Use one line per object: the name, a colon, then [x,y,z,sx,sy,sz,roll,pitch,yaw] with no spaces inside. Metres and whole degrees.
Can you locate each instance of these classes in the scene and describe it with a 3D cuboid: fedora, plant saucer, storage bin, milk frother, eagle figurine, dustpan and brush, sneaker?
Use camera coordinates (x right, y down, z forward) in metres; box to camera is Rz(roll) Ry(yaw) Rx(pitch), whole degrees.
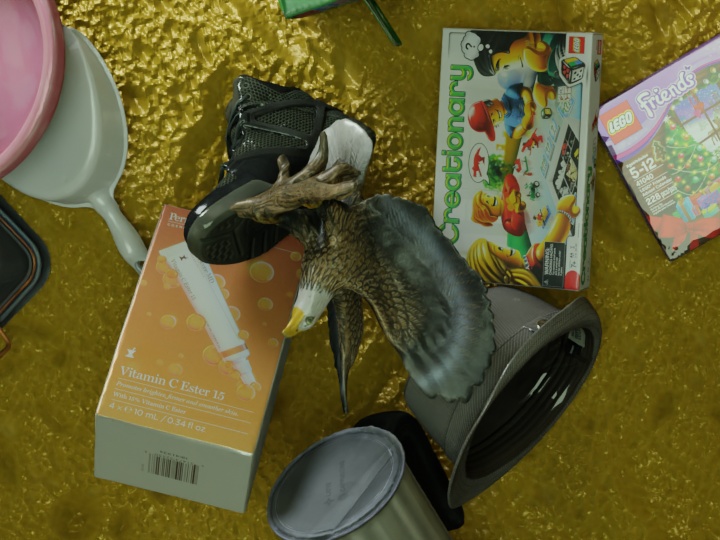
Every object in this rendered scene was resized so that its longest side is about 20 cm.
fedora: [0.101,0.082,1.544,0.090,0.200,0.178,36,143,23]
plant saucer: [-0.310,-0.161,1.565,0.199,0.051,0.203,-2,86,29]
storage bin: [-0.356,0.034,1.580,0.200,0.134,0.146,-44,92,9]
milk frother: [-0.017,0.224,1.536,0.198,0.181,0.189,-22,121,13]
eagle figurine: [-0.005,0.005,1.465,0.151,0.152,0.200,-39,120,5]
dustpan and brush: [-0.228,-0.080,1.599,0.139,0.057,0.201,-31,84,22]
sneaker: [-0.088,-0.081,1.537,0.114,0.199,0.077,35,140,19]

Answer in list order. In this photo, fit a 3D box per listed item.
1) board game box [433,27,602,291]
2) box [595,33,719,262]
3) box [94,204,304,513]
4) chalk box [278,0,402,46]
board game box: [0.123,-0.089,1.562,0.125,0.035,0.202,4,96,22]
box: [0.298,-0.116,1.563,0.199,0.039,0.138,-30,93,7]
box: [-0.122,0.067,1.532,0.123,0.098,0.201,13,55,0]
chalk box: [-0.015,-0.265,1.524,0.123,0.125,0.202,-17,95,6]
